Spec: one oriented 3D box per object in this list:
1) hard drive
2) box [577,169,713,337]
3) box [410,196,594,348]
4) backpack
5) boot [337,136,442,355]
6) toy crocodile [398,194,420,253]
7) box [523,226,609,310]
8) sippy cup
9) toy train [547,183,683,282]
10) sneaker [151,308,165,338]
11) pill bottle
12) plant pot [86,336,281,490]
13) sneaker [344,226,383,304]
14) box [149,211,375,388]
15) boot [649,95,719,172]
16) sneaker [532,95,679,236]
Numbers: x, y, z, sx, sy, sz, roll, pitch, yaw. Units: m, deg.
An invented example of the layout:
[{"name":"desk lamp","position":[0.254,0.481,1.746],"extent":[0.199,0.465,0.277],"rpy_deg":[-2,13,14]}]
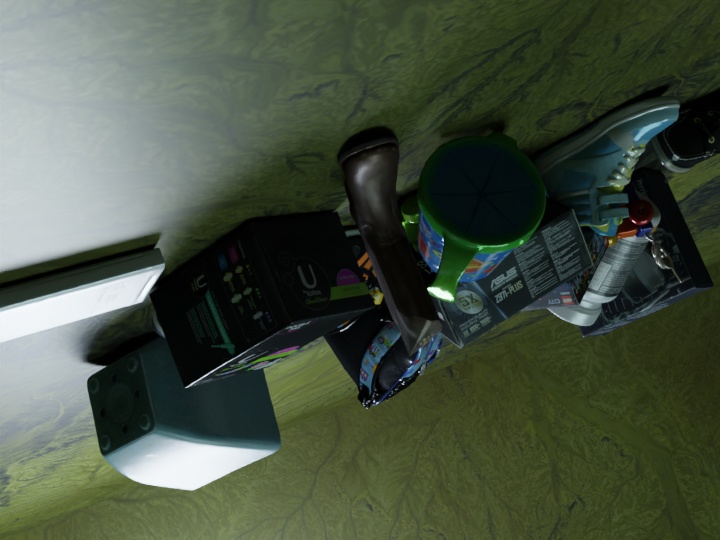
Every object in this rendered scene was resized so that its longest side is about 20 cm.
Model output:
[{"name":"hard drive","position":[-0.312,0.031,1.293],"extent":[0.199,0.026,0.132],"rpy_deg":[-16,168,-26]},{"name":"box","position":[0.413,-0.025,1.949],"extent":[0.196,0.201,0.124],"rpy_deg":[-27,168,26]},{"name":"box","position":[0.154,-0.014,1.535],"extent":[0.200,0.086,0.164],"rpy_deg":[-30,-154,-10]},{"name":"backpack","position":[0.041,0.072,1.805],"extent":[0.134,0.183,0.200],"rpy_deg":[-24,161,-37]},{"name":"boot","position":[0.038,-0.021,1.253],"extent":[0.064,0.201,0.186],"rpy_deg":[-17,168,-3]},{"name":"toy crocodile","position":[0.106,-0.076,1.505],"extent":[0.199,0.062,0.068],"rpy_deg":[-21,130,9]},{"name":"box","position":[0.207,-0.001,1.608],"extent":[0.199,0.038,0.137],"rpy_deg":[-6,-149,35]},{"name":"sippy cup","position":[0.120,-0.056,1.349],"extent":[0.177,0.140,0.130],"rpy_deg":[-28,161,-20]},{"name":"toy train","position":[0.334,-0.050,1.664],"extent":[0.115,0.201,0.085],"rpy_deg":[-25,169,0]},{"name":"sneaker","position":[-0.212,0.077,1.570],"extent":[0.146,0.077,0.202],"rpy_deg":[-33,166,35]},{"name":"pill bottle","position":[0.350,-0.025,1.842],"extent":[0.116,0.116,0.200],"rpy_deg":[-8,131,-50]},{"name":"plant pot","position":[-0.264,0.187,1.739],"extent":[0.196,0.196,0.200],"rpy_deg":[-28,157,31]},{"name":"sneaker","position":[0.000,0.000,1.570],"extent":[0.070,0.090,0.200],"rpy_deg":[-27,168,27]},{"name":"box","position":[-0.114,0.033,1.425],"extent":[0.200,0.125,0.148],"rpy_deg":[-32,167,38]},{"name":"boot","position":[0.467,-0.197,1.573],"extent":[0.203,0.074,0.154],"rpy_deg":[-19,169,-46]},{"name":"sneaker","position":[0.315,-0.118,1.506],"extent":[0.200,0.131,0.079],"rpy_deg":[-30,165,33]}]
